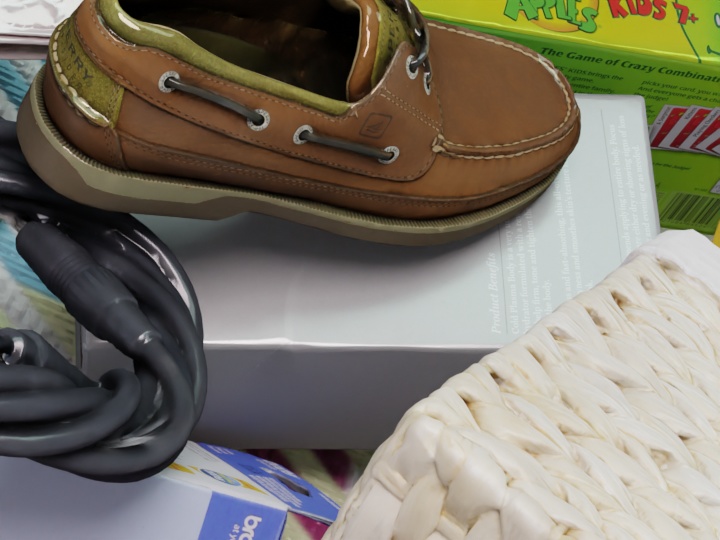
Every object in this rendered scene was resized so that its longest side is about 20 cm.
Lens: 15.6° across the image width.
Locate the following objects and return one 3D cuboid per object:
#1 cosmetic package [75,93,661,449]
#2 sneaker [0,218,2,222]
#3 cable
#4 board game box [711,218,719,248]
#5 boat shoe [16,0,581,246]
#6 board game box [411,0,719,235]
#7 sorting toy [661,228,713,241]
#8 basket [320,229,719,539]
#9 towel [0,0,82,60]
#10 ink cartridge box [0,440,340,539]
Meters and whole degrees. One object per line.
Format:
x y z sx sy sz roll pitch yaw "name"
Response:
0.000 0.000 0.897 0.199 0.090 0.107 1 61 -5 "cosmetic package"
-0.171 -0.046 0.885 0.075 0.106 0.200 38 32 15 "sneaker"
-0.114 0.005 0.737 0.163 0.051 0.200 38 15 -12 "cable"
0.184 0.037 0.840 0.034 0.135 0.200 32 -19 -37 "board game box"
-0.004 -0.055 0.810 0.199 0.068 0.072 -5 53 -36 "boat shoe"
0.059 -0.071 0.943 0.199 0.102 0.048 7 55 -20 "board game box"
0.077 -0.002 1.015 0.199 0.107 0.180 6 38 -20 "sorting toy"
0.084 0.132 0.745 0.198 0.200 0.161 41 34 16 "basket"
-0.182 -0.167 0.963 0.190 0.032 0.201 1 64 -26 "towel"
-0.103 0.060 0.802 0.199 0.042 0.119 15 1 -20 "ink cartridge box"
